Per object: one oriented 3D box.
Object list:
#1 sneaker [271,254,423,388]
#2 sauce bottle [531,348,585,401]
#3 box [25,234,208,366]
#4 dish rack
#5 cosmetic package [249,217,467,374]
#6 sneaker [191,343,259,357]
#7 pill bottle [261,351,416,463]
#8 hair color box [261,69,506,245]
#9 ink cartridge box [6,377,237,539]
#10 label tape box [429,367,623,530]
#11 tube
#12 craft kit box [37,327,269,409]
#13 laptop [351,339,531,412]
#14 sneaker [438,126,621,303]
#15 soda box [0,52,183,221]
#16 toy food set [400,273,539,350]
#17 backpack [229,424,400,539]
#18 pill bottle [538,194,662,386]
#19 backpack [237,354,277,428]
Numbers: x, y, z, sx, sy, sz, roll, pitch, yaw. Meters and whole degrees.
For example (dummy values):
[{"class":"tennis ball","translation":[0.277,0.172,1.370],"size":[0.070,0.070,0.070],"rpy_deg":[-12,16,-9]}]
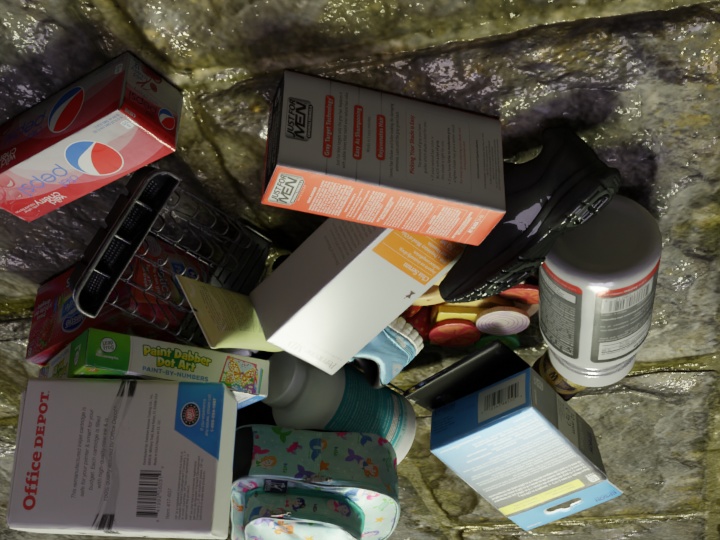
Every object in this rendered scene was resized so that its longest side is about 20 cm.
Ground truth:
[{"class":"sneaker","translation":[-0.020,0.057,1.108],"size":[0.200,0.090,0.078],"rpy_deg":[41,163,-23]},{"class":"sauce bottle","translation":[0.246,0.112,1.207],"size":[0.065,0.065,0.200],"rpy_deg":[22,124,-31]},{"class":"box","translation":[-0.269,0.046,1.138],"size":[0.199,0.096,0.100],"rpy_deg":[-24,144,36]},{"class":"dish rack","translation":[-0.175,-0.002,1.015],"size":[0.200,0.154,0.055],"rpy_deg":[32,-178,-42]},{"class":"cosmetic package","translation":[0.000,0.000,0.998],"size":[0.200,0.071,0.101],"rpy_deg":[-43,134,17]},{"class":"sneaker","translation":[-0.212,0.064,1.203],"size":[0.199,0.078,0.090],"rpy_deg":[-14,139,14]},{"class":"pill bottle","translation":[-0.032,0.168,1.265],"size":[0.111,0.111,0.200],"rpy_deg":[-24,137,36]},{"class":"hair color box","translation":[0.021,-0.094,0.881],"size":[0.199,0.102,0.061],"rpy_deg":[11,149,-15]},{"class":"ink cartridge box","translation":[-0.230,0.186,1.017],"size":[0.199,0.147,0.084],"rpy_deg":[2,163,4]},{"class":"label tape box","translation":[0.198,0.216,1.221],"size":[0.143,0.066,0.200],"rpy_deg":[-29,125,29]},{"class":"tube","translation":[-0.121,0.049,1.016],"size":[0.058,0.052,0.200],"rpy_deg":[18,178,18]},{"class":"craft kit box","translation":[-0.228,0.121,1.109],"size":[0.197,0.049,0.200],"rpy_deg":[11,158,-29]},{"class":"laptop","translation":[0.091,0.114,1.264],"size":[0.199,0.116,0.187],"rpy_deg":[-31,152,13]},{"class":"sneaker","translation":[0.141,-0.047,0.940],"size":[0.200,0.091,0.076],"rpy_deg":[-43,159,22]},{"class":"soda box","translation":[-0.250,-0.111,0.900],"size":[0.199,0.064,0.070],"rpy_deg":[-20,144,32]},{"class":"toy food set","translation":[0.112,0.034,1.151],"size":[0.197,0.049,0.200],"rpy_deg":[2,149,-2]},{"class":"backpack","translation":[-0.052,0.263,1.186],"size":[0.199,0.151,0.178],"rpy_deg":[-2,139,-8]},{"class":"pill bottle","translation":[0.237,0.026,1.042],"size":[0.115,0.116,0.200],"rpy_deg":[-3,142,7]},{"class":"backpack","translation":[-0.153,0.188,1.341],"size":[0.199,0.135,0.182],"rpy_deg":[9,154,-39]}]
